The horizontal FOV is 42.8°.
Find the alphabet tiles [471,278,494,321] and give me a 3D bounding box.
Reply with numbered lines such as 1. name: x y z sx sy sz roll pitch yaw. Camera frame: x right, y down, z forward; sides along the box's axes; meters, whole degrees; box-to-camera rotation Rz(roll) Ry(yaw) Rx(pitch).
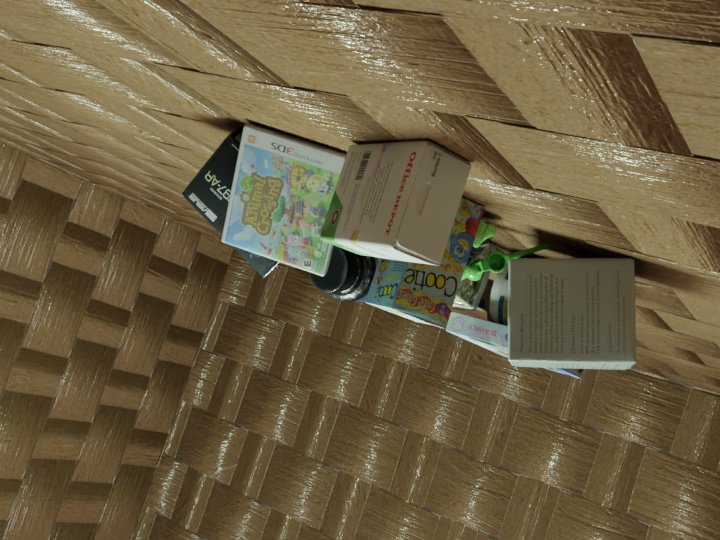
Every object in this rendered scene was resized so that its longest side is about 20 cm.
1. alphabet tiles: 0.300 0.055 1.865 0.166 0.201 0.008 20 130 -12

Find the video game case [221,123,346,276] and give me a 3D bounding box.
1. video game case: -0.117 -0.110 1.444 0.181 0.201 0.022 18 -157 8

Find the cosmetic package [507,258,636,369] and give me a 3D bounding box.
1. cosmetic package: 0.346 0.074 1.512 0.198 0.169 0.166 1 171 13

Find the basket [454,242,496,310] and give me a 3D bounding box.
1. basket: 0.135 -0.020 1.752 0.199 0.137 0.123 14 171 39

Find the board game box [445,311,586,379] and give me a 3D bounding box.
1. board game box: 0.297 0.142 1.740 0.199 0.041 0.199 25 172 -42

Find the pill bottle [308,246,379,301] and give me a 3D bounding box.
1. pill bottle: 0.000 0.000 1.635 0.111 0.113 0.199 16 -174 34

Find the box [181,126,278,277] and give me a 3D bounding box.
1. box: -0.178 -0.110 1.513 0.200 0.160 0.044 46 -144 -4

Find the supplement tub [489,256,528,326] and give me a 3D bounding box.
1. supplement tub: 0.358 0.062 1.723 0.199 0.146 0.144 17 175 30

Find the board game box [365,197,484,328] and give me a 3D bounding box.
1. board game box: 0.101 -0.023 1.453 0.102 0.202 0.105 21 175 -24

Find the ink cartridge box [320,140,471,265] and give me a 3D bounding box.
1. ink cartridge box: 0.044 -0.092 1.246 0.084 0.146 0.200 21 174 -31

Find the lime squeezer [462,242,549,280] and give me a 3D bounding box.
1. lime squeezer: 0.223 -0.005 1.567 0.199 0.038 0.070 -24 153 31

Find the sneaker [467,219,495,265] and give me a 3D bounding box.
1. sneaker: 0.162 -0.051 1.560 0.076 0.084 0.200 29 174 -8
